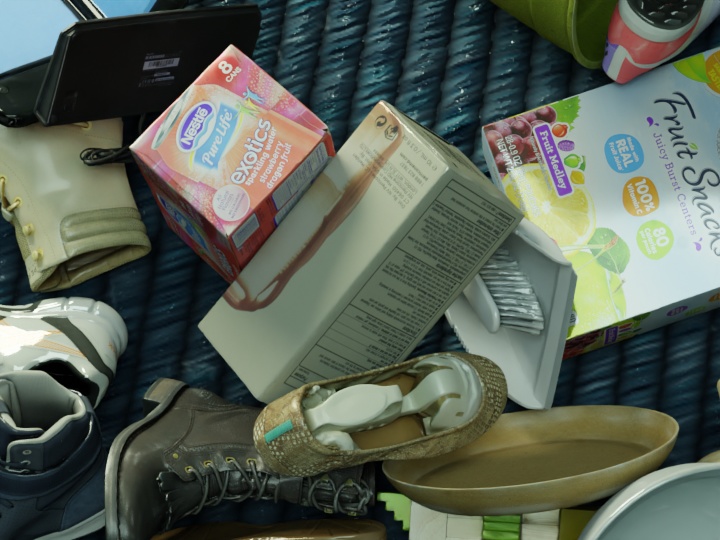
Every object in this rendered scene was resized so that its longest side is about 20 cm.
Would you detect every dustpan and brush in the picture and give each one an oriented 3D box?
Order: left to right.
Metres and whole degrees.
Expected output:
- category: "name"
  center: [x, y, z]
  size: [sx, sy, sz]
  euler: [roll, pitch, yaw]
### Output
- category: "dustpan and brush"
  center: [0.073, -0.007, 1.702]
  size: [0.057, 0.140, 0.200]
  euler: [-12, 44, -22]

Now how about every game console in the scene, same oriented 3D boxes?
- category: "game console"
  center: [-0.226, -0.223, 1.729]
  size: [0.175, 0.117, 0.200]
  euler: [-23, 55, -29]

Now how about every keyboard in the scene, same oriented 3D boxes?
- category: "keyboard"
  center: [-0.152, -0.126, 1.709]
  size: [0.021, 0.200, 0.128]
  euler: [34, 118, 31]

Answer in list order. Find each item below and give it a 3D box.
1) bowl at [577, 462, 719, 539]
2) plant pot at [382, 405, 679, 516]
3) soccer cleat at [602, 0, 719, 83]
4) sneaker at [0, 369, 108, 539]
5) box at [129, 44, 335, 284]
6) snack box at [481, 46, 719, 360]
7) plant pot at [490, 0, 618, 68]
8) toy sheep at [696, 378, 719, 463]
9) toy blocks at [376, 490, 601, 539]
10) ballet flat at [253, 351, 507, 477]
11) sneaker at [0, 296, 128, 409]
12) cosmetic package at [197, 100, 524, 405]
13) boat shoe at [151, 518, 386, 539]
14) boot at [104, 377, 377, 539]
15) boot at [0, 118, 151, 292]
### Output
- category: "bowl"
  center: [0.210, 0.204, 1.564]
  size: [0.200, 0.090, 0.202]
  euler: [-4, 106, -13]
- category: "plant pot"
  center: [0.114, 0.128, 1.620]
  size: [0.199, 0.200, 0.028]
  euler: [-9, 100, 1]
- category: "soccer cleat"
  center: [0.235, -0.202, 1.732]
  size: [0.068, 0.073, 0.200]
  euler: [39, 47, 10]
- category: "sneaker"
  center: [-0.263, 0.148, 1.637]
  size: [0.202, 0.146, 0.077]
  euler: [-27, 56, -15]
- category: "box"
  center: [-0.078, -0.060, 1.666]
  size: [0.095, 0.200, 0.103]
  euler: [42, 83, 13]
- category: "snack box"
  center: [0.205, -0.050, 1.714]
  size: [0.199, 0.068, 0.169]
  euler: [-19, 75, -3]
- category: "plant pot"
  center: [0.120, -0.274, 1.725]
  size: [0.192, 0.200, 0.201]
  euler: [27, 79, 22]
- category: "toy sheep"
  center: [0.314, 0.125, 1.633]
  size: [0.199, 0.138, 0.138]
  euler: [-20, 75, 18]
- category: "toy blocks"
  center: [0.105, 0.225, 1.648]
  size: [0.199, 0.100, 0.137]
  euler: [4, 88, 4]
- category: "ballet flat"
  center: [0.026, 0.091, 1.597]
  size: [0.199, 0.065, 0.071]
  euler: [-16, 76, -31]
- category: "sneaker"
  center: [-0.265, 0.063, 1.699]
  size: [0.199, 0.074, 0.080]
  euler: [-4, 38, 4]
- category: "cosmetic package"
  center: [0.000, 0.000, 1.625]
  size: [0.200, 0.103, 0.087]
  euler: [-50, 52, 8]
- category: "boat shoe"
  center: [-0.075, 0.213, 1.662]
  size: [0.199, 0.072, 0.072]
  euler: [-5, 97, 14]
- category: "boot"
  center: [-0.075, 0.139, 1.645]
  size: [0.173, 0.069, 0.200]
  euler: [9, 36, 9]
- category: "boot"
  center: [-0.259, -0.058, 1.742]
  size: [0.199, 0.073, 0.156]
  euler: [-12, 75, -9]
